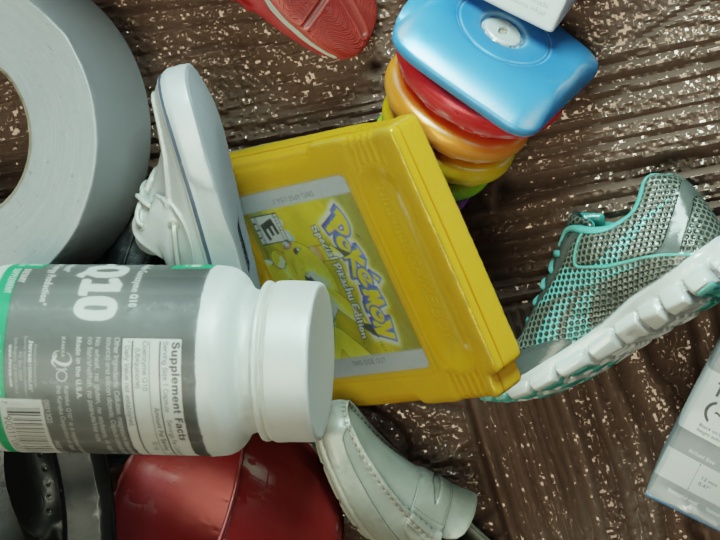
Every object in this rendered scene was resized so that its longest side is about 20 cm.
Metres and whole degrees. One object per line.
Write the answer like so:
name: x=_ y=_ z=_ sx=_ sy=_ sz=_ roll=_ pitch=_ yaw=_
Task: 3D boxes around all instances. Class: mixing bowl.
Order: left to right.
mixing bowl: x=-0.080 y=0.172 z=1.745 sx=0.108 sy=0.200 sz=0.200 roll=23 pitch=118 yaw=-23

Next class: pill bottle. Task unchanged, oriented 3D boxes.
pill bottle: x=-0.121 y=0.053 z=1.634 sx=0.199 sy=0.113 sz=0.113 roll=1 pitch=110 yaw=9

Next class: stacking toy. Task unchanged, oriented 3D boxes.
stacking toy: x=0.045 y=-0.073 z=1.660 sx=0.110 sy=0.116 sz=0.200 roll=36 pitch=130 yaw=8

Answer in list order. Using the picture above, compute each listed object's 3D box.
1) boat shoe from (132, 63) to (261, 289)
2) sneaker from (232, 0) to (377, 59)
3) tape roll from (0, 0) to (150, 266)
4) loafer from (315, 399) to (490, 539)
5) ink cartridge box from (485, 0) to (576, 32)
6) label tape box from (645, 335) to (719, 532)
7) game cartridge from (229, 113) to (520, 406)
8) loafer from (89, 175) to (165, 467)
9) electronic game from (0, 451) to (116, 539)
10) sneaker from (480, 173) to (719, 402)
boat shoe: x=-0.107 y=-0.029 z=1.677 sx=0.065 sy=0.074 sz=0.200 roll=-9 pitch=116 yaw=7
sneaker: x=-0.085 y=-0.200 z=1.672 sx=0.200 sy=0.078 sz=0.115 roll=48 pitch=150 yaw=-20
tape roll: x=-0.231 y=-0.087 z=1.720 sx=0.200 sy=0.066 sz=0.201 roll=4 pitch=98 yaw=26
loafer: x=0.040 y=0.152 z=1.739 sx=0.070 sy=0.070 sz=0.200 roll=-28 pitch=119 yaw=18
ink cartridge box: x=0.105 y=-0.254 z=1.580 sx=0.116 sy=0.067 sz=0.200 roll=26 pitch=115 yaw=6
label tape box: x=0.277 y=0.076 z=1.650 sx=0.143 sy=0.066 sz=0.200 roll=27 pitch=117 yaw=6
game cartridge: x=0.000 y=0.000 z=1.672 sx=0.200 sy=0.032 sz=0.177 roll=-8 pitch=110 yaw=55
loafer: x=-0.142 y=0.038 z=1.764 sx=0.070 sy=0.068 sz=0.201 roll=18 pitch=110 yaw=19
electronic game: x=-0.203 y=0.133 z=1.774 sx=0.042 sy=0.200 sz=0.201 roll=-10 pitch=112 yaw=-26
sneaker: x=0.142 y=0.010 z=1.675 sx=0.200 sy=0.078 sz=0.091 roll=-33 pitch=76 yaw=26
